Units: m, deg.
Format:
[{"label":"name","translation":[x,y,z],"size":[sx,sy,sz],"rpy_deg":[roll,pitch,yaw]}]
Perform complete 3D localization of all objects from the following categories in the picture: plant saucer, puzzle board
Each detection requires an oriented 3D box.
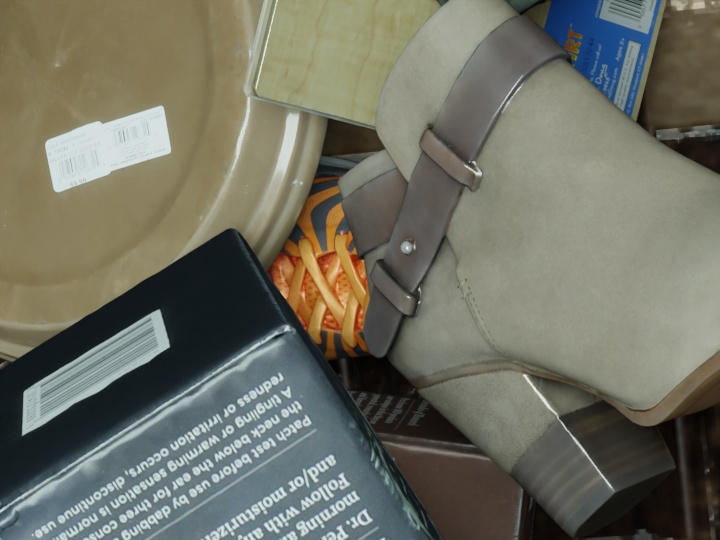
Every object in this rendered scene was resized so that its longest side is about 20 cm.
[{"label":"plant saucer","translation":[-0.102,-0.064,0.910],"size":[0.199,0.029,0.201],"rpy_deg":[-2,86,28]},{"label":"puzzle board","translation":[0.047,-0.139,0.861],"size":[0.150,0.017,0.201],"rpy_deg":[13,92,-33]}]

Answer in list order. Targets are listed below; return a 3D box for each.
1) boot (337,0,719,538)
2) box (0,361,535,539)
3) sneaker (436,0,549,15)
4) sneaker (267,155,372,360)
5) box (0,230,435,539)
[{"label":"boot","translation":[0.068,-0.021,0.759],"size":[0.200,0.070,0.147],"rpy_deg":[-46,67,38]},{"label":"box","translation":[-0.038,0.092,0.942],"size":[0.199,0.075,0.101],"rpy_deg":[9,100,10]},{"label":"sneaker","translation":[0.064,-0.126,0.762],"size":[0.085,0.200,0.074],"rpy_deg":[-40,74,-17]},{"label":"sneaker","translation":[0.000,0.000,0.899],"size":[0.199,0.112,0.078],"rpy_deg":[-10,97,11]},{"label":"box","translation":[-0.029,0.111,0.779],"size":[0.124,0.200,0.197],"rpy_deg":[-31,101,-2]}]
